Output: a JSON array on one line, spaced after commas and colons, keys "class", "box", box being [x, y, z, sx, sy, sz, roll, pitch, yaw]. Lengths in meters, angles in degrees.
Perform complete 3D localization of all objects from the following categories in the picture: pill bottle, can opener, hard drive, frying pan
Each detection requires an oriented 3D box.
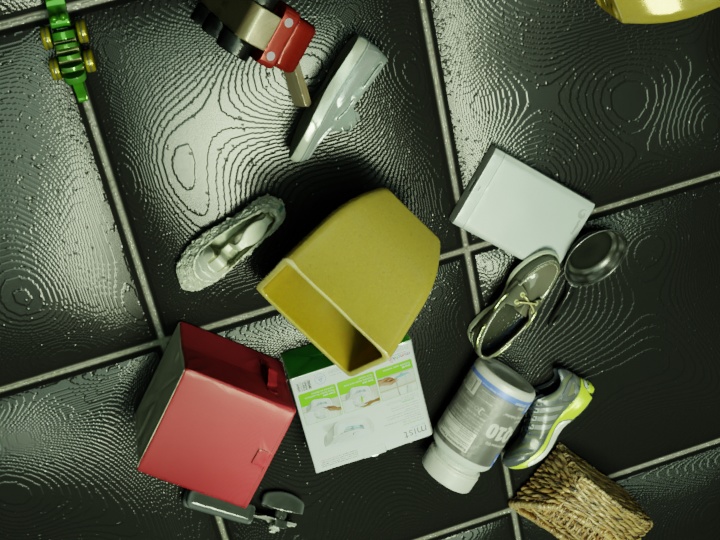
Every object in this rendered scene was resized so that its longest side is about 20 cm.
[{"class": "pill bottle", "box": [0.188, 0.252, 1.738, 0.113, 0.114, 0.202, 25, 104, -21]}, {"class": "can opener", "box": [-0.191, 0.382, 1.741, 0.197, 0.053, 0.068, 16, 72, -20]}, {"class": "hard drive", "box": [0.253, -0.091, 1.666, 0.198, 0.027, 0.133, 25, 104, -22]}, {"class": "frying pan", "box": [0.368, 0.005, 1.728, 0.113, 0.031, 0.192, -9, 134, -20]}]

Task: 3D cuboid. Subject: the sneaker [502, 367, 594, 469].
[{"class": "sneaker", "box": [0.299, 0.244, 1.792, 0.081, 0.074, 0.201, 39, 91, -17]}]

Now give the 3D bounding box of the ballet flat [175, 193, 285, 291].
[{"class": "ballet flat", "box": [-0.192, -0.038, 1.560, 0.199, 0.072, 0.072, -40, 115, 5]}]

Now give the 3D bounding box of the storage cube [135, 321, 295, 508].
[{"class": "storage cube", "box": [-0.222, 0.214, 1.593, 0.178, 0.171, 0.202, 24, 104, -20]}]

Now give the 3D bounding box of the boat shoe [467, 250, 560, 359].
[{"class": "boat shoe", "box": [0.248, 0.057, 1.691, 0.072, 0.061, 0.202, 32, 110, -22]}]

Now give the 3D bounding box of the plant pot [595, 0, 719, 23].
[{"class": "plant pot", "box": [0.412, -0.449, 1.479, 0.198, 0.196, 0.196, -28, 115, 6]}]

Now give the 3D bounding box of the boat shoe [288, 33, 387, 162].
[{"class": "boat shoe", "box": [-0.029, -0.232, 1.519, 0.071, 0.070, 0.202, 29, 100, -18]}]

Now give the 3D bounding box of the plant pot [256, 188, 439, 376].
[{"class": "plant pot", "box": [0.000, 0.000, 1.529, 0.195, 0.194, 0.201, 42, 69, -5]}]

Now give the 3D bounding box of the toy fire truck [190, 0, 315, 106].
[{"class": "toy fire truck", "box": [-0.114, -0.301, 1.425, 0.198, 0.176, 0.130, 23, 105, -36]}]

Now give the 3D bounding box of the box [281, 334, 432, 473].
[{"class": "box", "box": [-0.004, 0.196, 1.679, 0.197, 0.097, 0.179, -18, 115, -6]}]

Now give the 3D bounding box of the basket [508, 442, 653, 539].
[{"class": "basket", "box": [0.382, 0.425, 1.836, 0.199, 0.143, 0.150, 36, 99, -23]}]

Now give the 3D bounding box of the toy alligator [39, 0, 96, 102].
[{"class": "toy alligator", "box": [-0.392, -0.316, 1.408, 0.058, 0.054, 0.203, -13, 114, -8]}]
